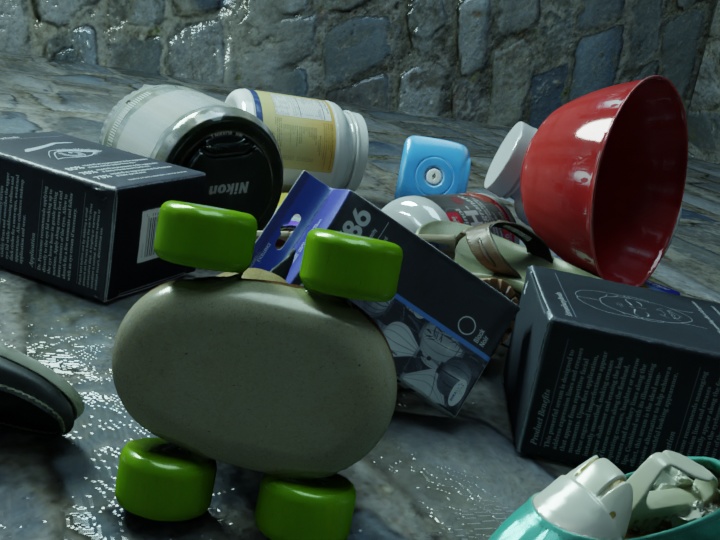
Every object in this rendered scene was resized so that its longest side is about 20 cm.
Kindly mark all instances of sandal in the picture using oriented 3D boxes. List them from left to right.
[{"bbox_3d":[0.139,-0.016,0.848,0.199,0.058,0.080,20,40,34],"label":"sandal"}]

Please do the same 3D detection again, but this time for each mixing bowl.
[{"bbox_3d":[0.223,-0.087,0.886,0.107,0.203,0.199,14,14,38],"label":"mixing bowl"}]

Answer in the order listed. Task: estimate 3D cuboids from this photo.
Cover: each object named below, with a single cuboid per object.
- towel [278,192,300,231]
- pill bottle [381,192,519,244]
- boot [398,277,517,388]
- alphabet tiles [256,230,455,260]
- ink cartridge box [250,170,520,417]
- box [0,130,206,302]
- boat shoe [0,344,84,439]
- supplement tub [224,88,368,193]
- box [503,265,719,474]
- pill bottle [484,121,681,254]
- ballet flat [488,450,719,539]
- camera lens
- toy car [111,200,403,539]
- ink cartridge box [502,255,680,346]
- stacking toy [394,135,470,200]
[{"bbox_3d":[-0.117,-0.073,1.191,0.143,0.023,0.199,23,19,35],"label":"towel"},{"bbox_3d":[0.077,-0.025,0.990,0.110,0.112,0.199,22,19,36],"label":"pill bottle"},{"bbox_3d":[0.031,0.052,0.793,0.198,0.076,0.107,-10,5,-37],"label":"boot"},{"bbox_3d":[0.000,0.000,0.824,0.164,0.008,0.200,1,-16,4],"label":"alphabet tiles"},{"bbox_3d":[0.013,0.015,0.699,0.199,0.100,0.039,33,-9,0],"label":"ink cartridge box"},{"bbox_3d":[-0.271,-0.059,0.880,0.198,0.106,0.148,16,17,21],"label":"box"},{"bbox_3d":[-0.264,0.070,0.541,0.197,0.072,0.068,16,51,-7],"label":"boat shoe"},{"bbox_3d":[-0.101,-0.181,1.354,0.197,0.146,0.144,4,17,-25],"label":"supplement tub"},{"bbox_3d":[0.221,0.082,0.716,0.197,0.109,0.149,12,16,2],"label":"box"},{"bbox_3d":[0.242,-0.080,1.019,0.198,0.110,0.109,28,14,-6],"label":"pill bottle"},{"bbox_3d":[0.149,0.139,0.537,0.198,0.071,0.067,0,19,-35],"label":"ballet flat"},{"bbox_3d":[-0.191,-0.117,1.034,0.158,0.162,0.199,-1,19,-36],"label":"camera lens"},{"bbox_3d":[-0.055,0.050,0.574,0.155,0.167,0.200,11,4,1],"label":"toy car"},{"bbox_3d":[0.228,0.039,0.940,0.198,0.077,0.136,-3,20,-45],"label":"ink cartridge box"},{"bbox_3d":[0.113,-0.145,1.500,0.108,0.118,0.200,11,2,0],"label":"stacking toy"}]
